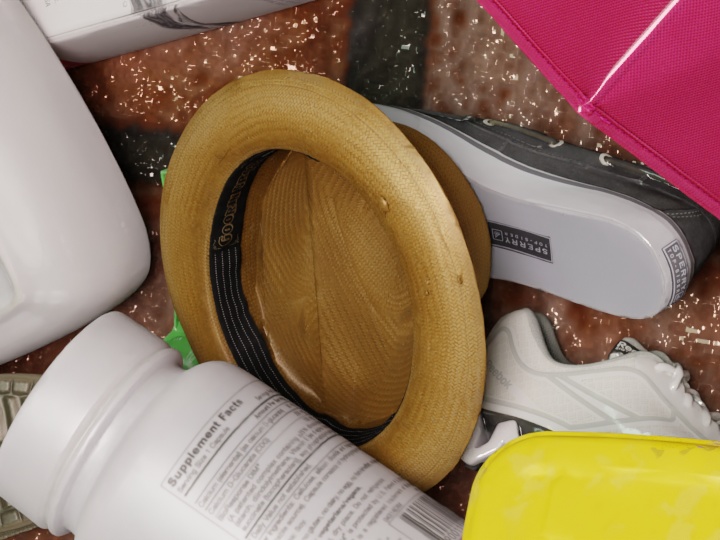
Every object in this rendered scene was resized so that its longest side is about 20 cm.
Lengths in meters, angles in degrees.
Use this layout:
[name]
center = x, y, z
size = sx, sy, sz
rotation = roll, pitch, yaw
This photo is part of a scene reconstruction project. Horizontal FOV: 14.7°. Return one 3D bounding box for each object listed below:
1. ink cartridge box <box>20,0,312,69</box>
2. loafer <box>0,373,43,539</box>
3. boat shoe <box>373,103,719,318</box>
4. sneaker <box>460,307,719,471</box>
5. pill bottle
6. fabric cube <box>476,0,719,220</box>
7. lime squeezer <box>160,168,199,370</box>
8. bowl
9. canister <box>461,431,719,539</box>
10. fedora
[ink cartridge box]
center = -0.102, -0.182, 1.295
size = 0.199, 0.085, 0.147
rotation = -14, 84, 21
[loafer]
center = -0.197, 0.096, 1.324
size = 0.199, 0.067, 0.077
rotation = -15, 84, 19
[boat shoe]
center = 0.070, -0.033, 1.246
size = 0.199, 0.057, 0.069
rotation = 23, 134, 32
[sneaker]
center = 0.132, 0.078, 1.216
size = 0.199, 0.075, 0.081
rotation = 22, 86, 18
[pill bottle]
center = -0.049, 0.111, 1.184
size = 0.199, 0.113, 0.114
rotation = 34, 98, 11
[fabric cube]
center = 0.164, -0.142, 1.112
size = 0.200, 0.200, 0.196
rotation = -49, 43, 11
[lime squeezer]
center = -0.092, 0.058, 1.293
size = 0.038, 0.070, 0.201
rotation = -5, 69, 43
[bowl]
center = -0.218, -0.033, 1.282
size = 0.199, 0.075, 0.201
rotation = -21, 107, 27
[canister]
center = 0.127, 0.148, 1.135
size = 0.147, 0.200, 0.087
rotation = 4, 59, 17
[fedora]
center = 0.000, 0.000, 1.229
size = 0.200, 0.082, 0.202
rotation = 22, 124, 36
